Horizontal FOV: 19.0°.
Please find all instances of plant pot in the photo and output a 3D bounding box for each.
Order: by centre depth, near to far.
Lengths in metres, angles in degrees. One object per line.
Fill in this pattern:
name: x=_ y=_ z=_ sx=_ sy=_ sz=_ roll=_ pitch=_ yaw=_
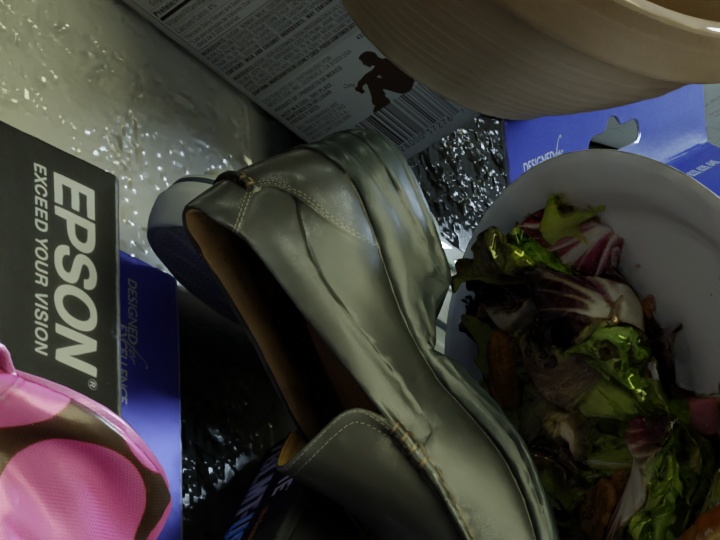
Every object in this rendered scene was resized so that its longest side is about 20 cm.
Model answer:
plant pot: x=0.055 y=-0.121 z=0.792 sx=0.201 sy=0.093 sz=0.201 roll=25 pitch=32 yaw=-17

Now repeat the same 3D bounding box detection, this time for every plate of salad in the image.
plate of salad: x=0.080 y=0.062 z=0.686 sx=0.048 sy=0.200 sz=0.200 roll=-14 pitch=74 yaw=-33

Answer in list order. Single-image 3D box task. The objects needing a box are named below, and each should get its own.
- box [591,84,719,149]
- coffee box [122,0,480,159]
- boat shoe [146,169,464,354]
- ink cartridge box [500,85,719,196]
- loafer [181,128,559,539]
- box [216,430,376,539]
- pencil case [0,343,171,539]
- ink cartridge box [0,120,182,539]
box: x=0.143 y=-0.131 z=1.037 sx=0.200 sy=0.124 sz=0.098 roll=10 pitch=56 yaw=-47
coffee box: x=-0.037 y=-0.143 z=0.868 sx=0.200 sy=0.080 sz=0.113 roll=37 pitch=42 yaw=-27
boat shoe: x=0.000 y=0.000 z=0.804 sx=0.200 sy=0.074 sz=0.067 roll=36 pitch=67 yaw=-45
ink cartridge box: x=0.123 y=0.020 z=0.887 sx=0.198 sy=0.047 sz=0.200 roll=-25 pitch=117 yaw=-56
loafer: x=0.003 y=0.055 z=0.688 sx=0.072 sy=0.073 sz=0.200 roll=-16 pitch=75 yaw=-33
box: x=0.021 y=0.164 z=0.699 sx=0.200 sy=0.050 sz=0.199 roll=52 pitch=21 yaw=-9
pencil case: x=-0.125 y=0.113 z=0.520 sx=0.091 sy=0.094 sz=0.200 roll=16 pitch=58 yaw=14
ink cartridge box: x=-0.119 y=0.041 z=0.664 sx=0.200 sy=0.043 sz=0.198 roll=26 pitch=46 yaw=-39
